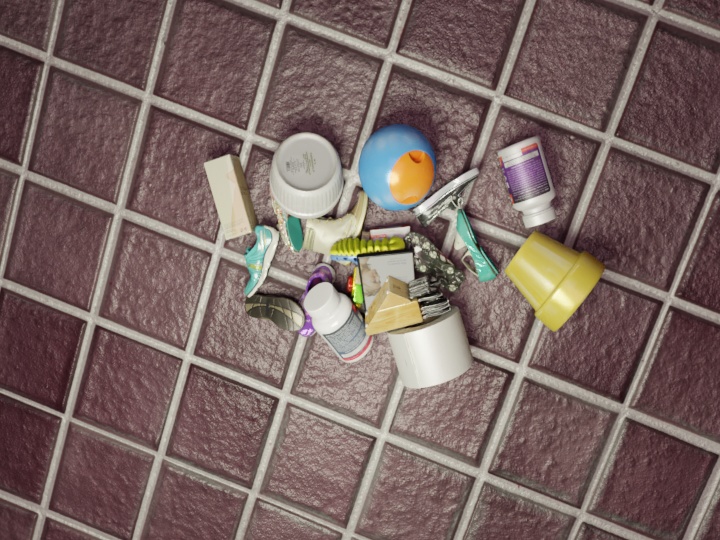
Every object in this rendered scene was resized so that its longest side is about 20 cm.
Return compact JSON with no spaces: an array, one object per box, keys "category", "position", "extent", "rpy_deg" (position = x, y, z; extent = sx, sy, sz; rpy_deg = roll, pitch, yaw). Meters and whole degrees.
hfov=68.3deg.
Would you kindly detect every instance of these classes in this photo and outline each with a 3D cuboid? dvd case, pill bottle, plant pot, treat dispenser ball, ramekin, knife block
[{"category":"dvd case","position":[0.069,0.040,1.338],"extent":[0.136,0.018,0.206],"rpy_deg":[-6,126,4]},{"category":"pill bottle","position":[0.423,-0.220,1.329],"extent":[0.108,0.111,0.207],"rpy_deg":[-18,95,6]},{"category":"plant pot","position":[0.469,0.012,1.322],"extent":[0.187,0.200,0.204],"rpy_deg":[39,99,15]},{"category":"treat dispenser ball","position":[0.090,-0.253,1.307],"extent":[0.192,0.201,0.210],"rpy_deg":[1,97,4]},{"category":"ramekin","position":[-0.135,-0.246,1.335],"extent":[0.191,0.105,0.209],"rpy_deg":[2,72,-6]},{"category":"pill bottle","position":[-0.057,0.131,1.364],"extent":[0.117,0.121,0.202],"rpy_deg":[-31,127,7]},{"category":"knife block","position":[0.121,0.099,1.327],"extent":[0.170,0.065,0.203],"rpy_deg":[23,122,-14]}]

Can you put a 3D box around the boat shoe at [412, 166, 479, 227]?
[{"category":"boat shoe","position":[0.230,-0.185,1.367],"extent":[0.196,0.074,0.069],"rpy_deg":[-36,92,9]}]

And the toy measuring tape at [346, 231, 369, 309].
[{"category":"toy measuring tape","position":[0.000,0.000,1.413],"extent":[0.070,0.074,0.209],"rpy_deg":[7,93,4]}]

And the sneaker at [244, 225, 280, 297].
[{"category":"sneaker","position":[-0.274,-0.027,1.413],"extent":[0.077,0.078,0.206],"rpy_deg":[20,109,-8]}]

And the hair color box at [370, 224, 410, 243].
[{"category":"hair color box","position":[0.086,-0.011,1.406],"extent":[0.106,0.064,0.209],"rpy_deg":[-5,98,4]}]

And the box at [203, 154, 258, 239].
[{"category":"box","position":[-0.338,-0.193,1.404],"extent":[0.075,0.095,0.208],"rpy_deg":[-15,97,6]}]

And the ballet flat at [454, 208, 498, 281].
[{"category":"ballet flat","position":[0.285,-0.057,1.381],"extent":[0.069,0.067,0.204],"rpy_deg":[-29,95,17]}]

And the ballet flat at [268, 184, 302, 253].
[{"category":"ballet flat","position":[-0.201,-0.147,1.419],"extent":[0.062,0.075,0.209],"rpy_deg":[-9,92,36]}]

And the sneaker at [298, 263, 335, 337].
[{"category":"sneaker","position":[-0.128,0.083,1.422],"extent":[0.078,0.089,0.207],"rpy_deg":[19,99,0]}]

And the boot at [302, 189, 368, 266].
[{"category":"boot","position":[-0.065,-0.131,1.399],"extent":[0.149,0.072,0.207],"rpy_deg":[19,100,2]}]

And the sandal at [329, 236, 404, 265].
[{"category":"sandal","position":[0.016,-0.032,1.340],"extent":[0.191,0.080,0.090],"rpy_deg":[2,122,9]}]

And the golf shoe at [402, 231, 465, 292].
[{"category":"golf shoe","position":[0.183,-0.025,1.372],"extent":[0.199,0.088,0.077],"rpy_deg":[42,104,-11]}]

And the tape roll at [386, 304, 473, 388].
[{"category":"tape roll","position":[0.177,0.191,1.354],"extent":[0.196,0.203,0.144],"rpy_deg":[-19,96,6]}]

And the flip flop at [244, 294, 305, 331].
[{"category":"flip flop","position":[-0.228,0.110,1.441],"extent":[0.193,0.057,0.085],"rpy_deg":[10,92,27]}]
